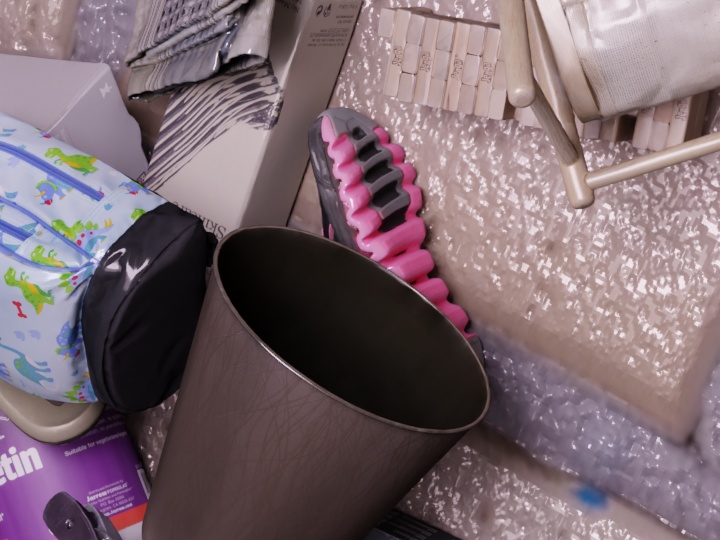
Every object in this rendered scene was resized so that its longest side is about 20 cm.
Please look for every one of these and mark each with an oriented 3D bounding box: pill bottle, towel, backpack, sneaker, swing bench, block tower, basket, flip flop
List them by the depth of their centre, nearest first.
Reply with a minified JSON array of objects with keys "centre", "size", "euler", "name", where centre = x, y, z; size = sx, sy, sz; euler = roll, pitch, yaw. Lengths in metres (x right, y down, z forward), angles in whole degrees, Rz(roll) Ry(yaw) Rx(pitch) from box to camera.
[{"centre":[0.172,-0.171,1.013],"size":[0.197,0.130,0.202],"euler":[-16,60,15],"name":"swing bench"},{"centre":[0.107,-0.113,1.125],"size":[0.199,0.054,0.058],"euler":[16,103,25],"name":"block tower"},{"centre":[-0.045,0.103,1.126],"size":[0.180,0.136,0.201],"euler":[34,123,6],"name":"basket"},{"centre":[-0.197,-0.011,1.128],"size":[0.200,0.153,0.164],"euler":[44,151,22],"name":"backpack"},{"centre":[-0.096,-0.207,1.148],"size":[0.192,0.034,0.202],"euler":[-8,75,60],"name":"towel"},{"centre":[0.000,0.000,1.190],"size":[0.095,0.079,0.202],"euler":[-23,85,39],"name":"sneaker"},{"centre":[-0.242,0.033,1.212],"size":[0.200,0.058,0.081],"euler":[41,76,21],"name":"flip flop"},{"centre":[-0.216,0.110,1.285],"size":[0.112,0.112,0.201],"euler":[-24,86,27],"name":"pill bottle"}]

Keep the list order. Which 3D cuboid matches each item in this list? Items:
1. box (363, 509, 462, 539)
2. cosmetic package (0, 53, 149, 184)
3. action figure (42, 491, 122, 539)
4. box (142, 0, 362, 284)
[{"centre":[0.027,0.244,1.218],"size":[0.199,0.043,0.162],"euler":[22,106,23],"name":"box"},{"centre":[-0.243,-0.081,1.257],"size":[0.199,0.090,0.107],"euler":[10,136,35],"name":"cosmetic package"},{"centre":[-0.139,0.212,1.221],"size":[0.069,0.200,0.131],"euler":[35,90,36],"name":"action figure"},{"centre":[-0.075,-0.095,1.211],"size":[0.082,0.068,0.202],"euler":[25,107,22],"name":"box"}]
